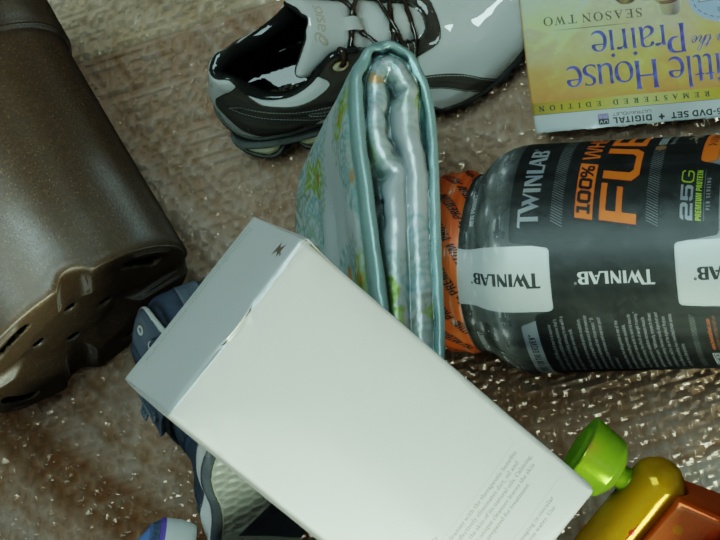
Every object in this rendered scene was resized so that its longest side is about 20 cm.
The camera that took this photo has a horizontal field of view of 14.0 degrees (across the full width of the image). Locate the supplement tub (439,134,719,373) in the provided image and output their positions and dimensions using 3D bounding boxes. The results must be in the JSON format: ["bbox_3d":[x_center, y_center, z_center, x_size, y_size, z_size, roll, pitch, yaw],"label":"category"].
[{"bbox_3d":[0.142,-0.008,1.533,0.199,0.123,0.123,-3,72,17],"label":"supplement tub"}]

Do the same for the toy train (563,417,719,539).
[{"bbox_3d":[0.152,0.113,1.468,0.116,0.085,0.200,36,105,-6],"label":"toy train"}]

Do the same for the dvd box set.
[{"bbox_3d":[0.153,-0.179,1.582,0.146,0.029,0.201,-4,102,17],"label":"dvd box set"}]

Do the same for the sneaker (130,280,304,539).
[{"bbox_3d":[-0.070,0.053,1.550,0.077,0.203,0.147,-11,63,-16],"label":"sneaker"}]

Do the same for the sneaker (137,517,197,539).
[{"bbox_3d":[-0.187,0.202,1.562,0.146,0.081,0.201,24,95,-7],"label":"sneaker"}]

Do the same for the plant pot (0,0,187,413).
[{"bbox_3d":[-0.211,-0.040,1.630,0.200,0.200,0.198,-37,73,4],"label":"plant pot"}]

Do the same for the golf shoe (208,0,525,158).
[{"bbox_3d":[0.008,-0.124,1.630,0.199,0.094,0.078,-24,66,8],"label":"golf shoe"}]

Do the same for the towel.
[{"bbox_3d":[0.000,0.000,1.554,0.048,0.171,0.201,3,71,-14],"label":"towel"}]

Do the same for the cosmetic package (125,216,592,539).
[{"bbox_3d":[0.000,0.079,1.403,0.200,0.085,0.108,42,84,-20],"label":"cosmetic package"}]
